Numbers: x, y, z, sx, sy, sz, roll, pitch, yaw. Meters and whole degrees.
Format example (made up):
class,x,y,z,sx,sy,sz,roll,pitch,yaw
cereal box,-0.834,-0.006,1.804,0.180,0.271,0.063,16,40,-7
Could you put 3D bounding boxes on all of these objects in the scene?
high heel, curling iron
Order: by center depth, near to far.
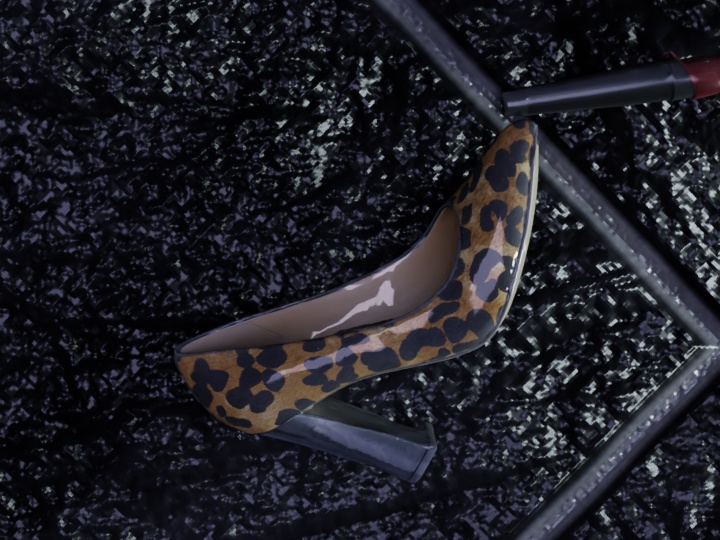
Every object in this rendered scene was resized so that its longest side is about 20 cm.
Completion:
class,x,y,z,sx,sy,sz,roll,pitch,yaw
high heel,0.000,0.000,0.982,0.142,0.071,0.201,20,103,-14
curling iron,0.168,-0.107,1.010,0.199,0.026,0.050,-12,134,-1
